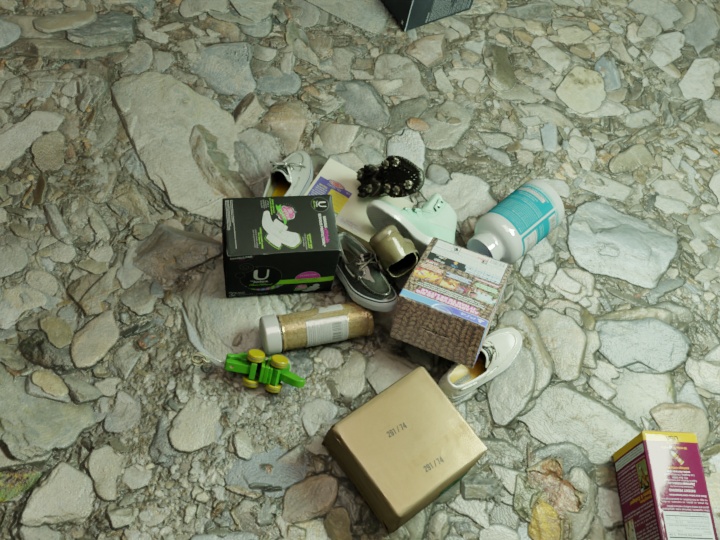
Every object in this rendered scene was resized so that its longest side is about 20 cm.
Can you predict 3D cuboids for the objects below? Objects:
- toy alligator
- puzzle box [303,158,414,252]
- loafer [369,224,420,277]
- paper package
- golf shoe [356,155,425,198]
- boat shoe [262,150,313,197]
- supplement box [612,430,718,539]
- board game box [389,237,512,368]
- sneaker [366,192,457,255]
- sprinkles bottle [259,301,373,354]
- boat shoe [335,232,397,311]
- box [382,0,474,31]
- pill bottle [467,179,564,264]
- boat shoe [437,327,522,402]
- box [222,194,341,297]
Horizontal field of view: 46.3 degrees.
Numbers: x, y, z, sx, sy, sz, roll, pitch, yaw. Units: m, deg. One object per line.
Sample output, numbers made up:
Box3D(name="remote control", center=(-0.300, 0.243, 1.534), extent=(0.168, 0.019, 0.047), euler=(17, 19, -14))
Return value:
Box3D(name="toy alligator", center=(-0.190, 0.162, 1.451), extent=(0.198, 0.060, 0.054), euler=(14, 18, -2))
Box3D(name="puzzle box", center=(-0.009, -0.127, 1.661), extent=(0.199, 0.025, 0.134), euler=(29, 60, 7))
Box3D(name="loafer", center=(0.067, -0.020, 1.527), extent=(0.076, 0.200, 0.068), euler=(-33, 70, 10))
Box3D(name="paper package", center=(0.073, 0.295, 1.394), extent=(0.199, 0.104, 0.191), euler=(-31, 72, -25))
Box3D(name="golf shoe", center=(0.072, -0.176, 1.586), extent=(0.087, 0.199, 0.078), euler=(-3, 95, -31))
Box3D(name="boat shoe", center=(-0.148, -0.179, 1.615), extent=(0.074, 0.087, 0.203), euler=(9, 51, 17))
Box3D(name="supplement box", center=(0.508, 0.385, 1.408), extent=(0.102, 0.131, 0.202), euler=(4, 61, -8))
Box3D(name="board game box", center=(0.164, 0.053, 1.502), extent=(0.158, 0.098, 0.200), euler=(20, 39, 13))
Box3D(name="sneaker", center=(0.101, -0.109, 1.618), extent=(0.199, 0.074, 0.119), euler=(30, 60, -24))
Box3D(name="sprinkles bottle", center=(-0.078, 0.100, 1.496), extent=(0.198, 0.068, 0.069), euler=(-9, 63, -16))
Box3D(name="boat shoe", center=(0.000, 0.000, 1.522), extent=(0.072, 0.072, 0.200), euler=(-17, 40, -30))
Box3D(name="box", center=(0.154, -0.668, 1.949), extent=(0.199, 0.107, 0.149), euler=(-25, 69, -21))
Box3D(name="pill bottle", center=(0.299, -0.085, 1.645), extent=(0.199, 0.111, 0.111), euler=(-36, 72, -26))
Box3D(name="boat shoe", center=(0.223, 0.160, 1.516), extent=(0.199, 0.070, 0.071), euler=(-30, 70, -24))
Box3D(name="box", center=(-0.147, -0.044, 1.516), extent=(0.198, 0.149, 0.125), euler=(-3, 60, -11))
